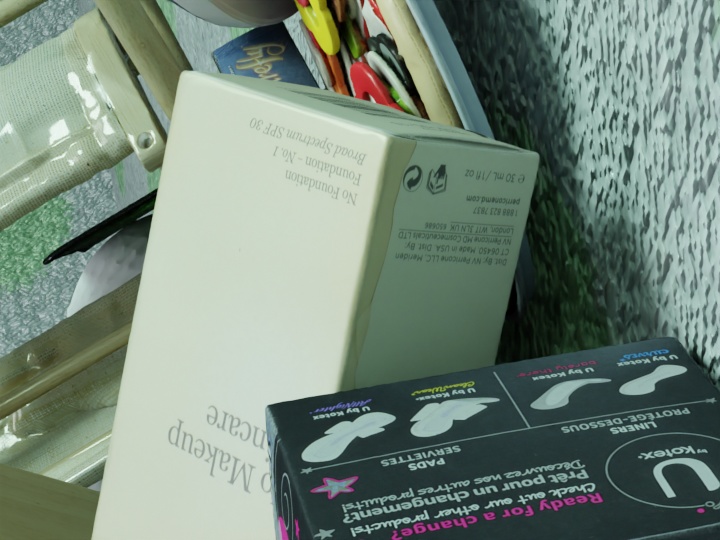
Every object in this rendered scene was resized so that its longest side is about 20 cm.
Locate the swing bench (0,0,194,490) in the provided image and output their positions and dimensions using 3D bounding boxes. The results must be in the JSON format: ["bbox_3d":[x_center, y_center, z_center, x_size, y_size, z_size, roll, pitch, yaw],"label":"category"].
[{"bbox_3d":[-0.140,-0.008,0.849,0.201,0.198,0.130,60,-177,-7],"label":"swing bench"}]

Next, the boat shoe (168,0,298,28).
[{"bbox_3d":[-0.058,-0.129,0.852,0.200,0.065,0.074,-7,-89,-71],"label":"boat shoe"}]

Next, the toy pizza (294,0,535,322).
[{"bbox_3d":[0.008,-0.068,0.780,0.201,0.032,0.200,63,175,10],"label":"toy pizza"}]

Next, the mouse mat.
[{"bbox_3d":[-0.073,-0.048,1.008,0.008,0.160,0.200,59,-179,-2],"label":"mouse mat"}]

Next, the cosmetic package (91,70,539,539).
[{"bbox_3d":[-0.021,0.046,0.673,0.103,0.073,0.202,19,101,43],"label":"cosmetic package"}]

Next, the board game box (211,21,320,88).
[{"bbox_3d":[0.000,0.000,0.835,0.200,0.034,0.136,-117,2,-56],"label":"board game box"}]

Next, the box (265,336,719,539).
[{"bbox_3d":[0.051,0.139,0.590,0.115,0.131,0.202,-120,23,-67],"label":"box"}]

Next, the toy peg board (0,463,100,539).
[{"bbox_3d":[-0.082,0.180,0.745,0.098,0.199,0.200,-55,35,19],"label":"toy peg board"}]

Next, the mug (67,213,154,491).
[{"bbox_3d":[-0.068,0.080,0.979,0.201,0.147,0.176,98,156,-46],"label":"mug"}]
